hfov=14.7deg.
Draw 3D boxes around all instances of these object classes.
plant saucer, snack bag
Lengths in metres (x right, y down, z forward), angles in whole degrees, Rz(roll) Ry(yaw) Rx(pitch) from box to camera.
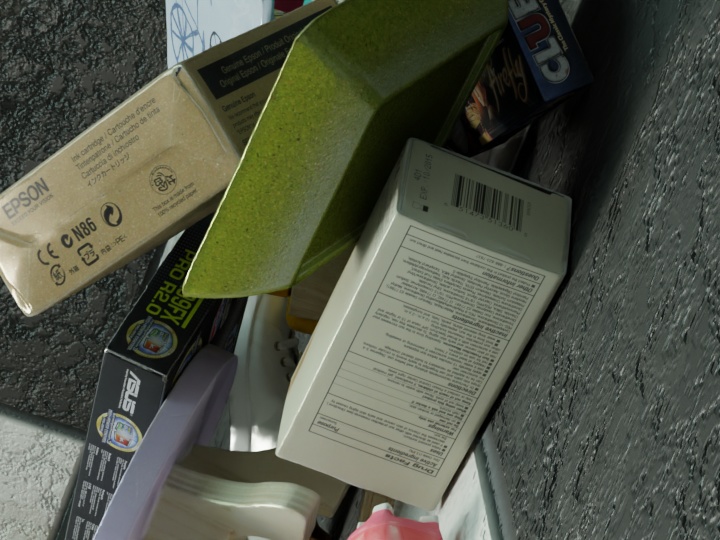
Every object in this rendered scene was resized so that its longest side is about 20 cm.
[{"bbox_3d":[0.004,-0.078,1.542,0.200,0.048,0.200,-35,-22,-49],"label":"plant saucer"},{"bbox_3d":[-0.091,-0.156,1.849,0.200,0.021,0.189,-125,29,-49],"label":"snack bag"}]

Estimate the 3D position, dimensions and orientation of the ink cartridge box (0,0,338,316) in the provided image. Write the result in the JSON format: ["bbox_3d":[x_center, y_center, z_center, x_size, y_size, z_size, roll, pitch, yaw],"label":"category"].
[{"bbox_3d":[-0.105,-0.067,1.618,0.200,0.075,0.165,-32,1,36],"label":"ink cartridge box"}]

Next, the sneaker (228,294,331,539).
[{"bbox_3d":[-0.045,0.097,1.901,0.073,0.084,0.201,-18,-71,-72],"label":"sneaker"}]

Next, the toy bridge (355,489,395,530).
[{"bbox_3d":[-0.008,0.195,1.724,0.067,0.027,0.201,173,115,-80],"label":"toy bridge"}]

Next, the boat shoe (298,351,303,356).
[{"bbox_3d":[-0.051,0.123,2.017,0.200,0.062,0.074,118,167,-45],"label":"boat shoe"}]

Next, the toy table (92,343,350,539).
[{"bbox_3d":[-0.084,0.153,1.697,0.184,0.117,0.201,92,-156,-72],"label":"toy table"}]

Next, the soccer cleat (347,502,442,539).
[{"bbox_3d":[-0.005,0.202,1.589,0.200,0.066,0.077,126,156,-54],"label":"soccer cleat"}]

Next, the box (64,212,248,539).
[{"bbox_3d":[-0.125,0.074,1.780,0.160,0.044,0.201,-60,-10,-45],"label":"box"}]

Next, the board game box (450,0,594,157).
[{"bbox_3d":[0.071,-0.149,1.679,0.136,0.034,0.200,66,166,3],"label":"board game box"}]

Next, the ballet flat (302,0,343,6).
[{"bbox_3d":[-0.018,-0.140,1.726,0.201,0.071,0.072,-63,10,6],"label":"ballet flat"}]

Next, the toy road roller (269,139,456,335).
[{"bbox_3d":[0.000,0.000,1.807,0.200,0.122,0.147,-78,-2,-59],"label":"toy road roller"}]

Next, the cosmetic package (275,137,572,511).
[{"bbox_3d":[0.034,0.033,1.568,0.071,0.105,0.200,-79,14,-50],"label":"cosmetic package"}]

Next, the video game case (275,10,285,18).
[{"bbox_3d":[-0.016,-0.159,2.005,0.181,0.199,0.026,-81,-17,-47],"label":"video game case"}]

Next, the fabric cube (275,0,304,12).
[{"bbox_3d":[0.041,-0.276,1.854,0.200,0.198,0.197,125,162,-61],"label":"fabric cube"}]

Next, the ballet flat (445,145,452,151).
[{"bbox_3d":[0.039,-0.082,1.747,0.046,0.067,0.200,-54,40,18],"label":"ballet flat"}]
